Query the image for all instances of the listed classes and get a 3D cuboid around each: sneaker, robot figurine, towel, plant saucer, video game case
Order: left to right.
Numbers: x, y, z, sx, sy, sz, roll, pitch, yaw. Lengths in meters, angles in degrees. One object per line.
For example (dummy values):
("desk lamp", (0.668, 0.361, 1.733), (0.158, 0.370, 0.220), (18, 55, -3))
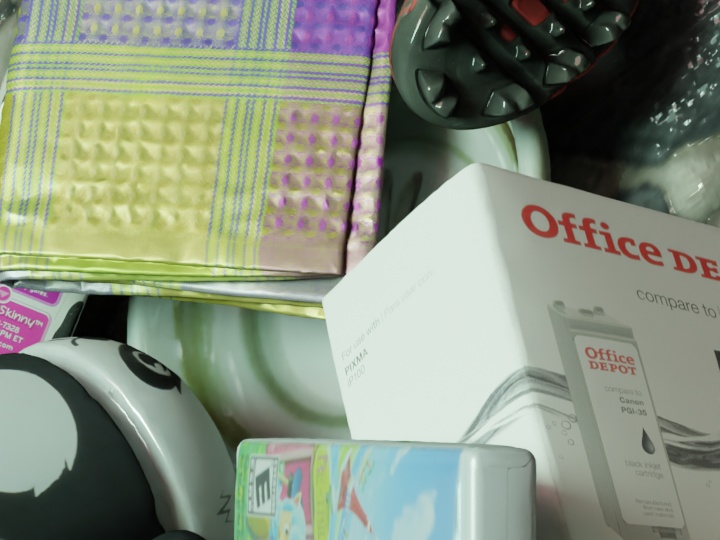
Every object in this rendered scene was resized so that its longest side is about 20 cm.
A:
("robot figurine", (-0.132, 0.096, 0.963), (0.150, 0.199, 0.125), (50, 139, 21))
("towel", (-0.056, -0.082, 1.036), (0.143, 0.023, 0.201), (2, 73, 11))
("plant saucer", (0.000, 0.000, 1.042), (0.199, 0.050, 0.201), (-20, 59, 37))
("video game case", (0.001, 0.148, 0.806), (0.182, 0.022, 0.201), (174, 98, -68))
("sneaker", (0.062, -0.126, 0.999), (0.098, 0.071, 0.201), (-1, 49, 53))

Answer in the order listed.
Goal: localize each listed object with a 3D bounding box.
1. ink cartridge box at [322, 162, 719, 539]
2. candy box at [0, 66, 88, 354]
("ink cartridge box", (0.082, 0.080, 0.851), (0.083, 0.146, 0.201), (-43, 47, 39))
("candy box", (-0.141, 0.011, 1.122), (0.136, 0.061, 0.201), (-171, 102, -81))
